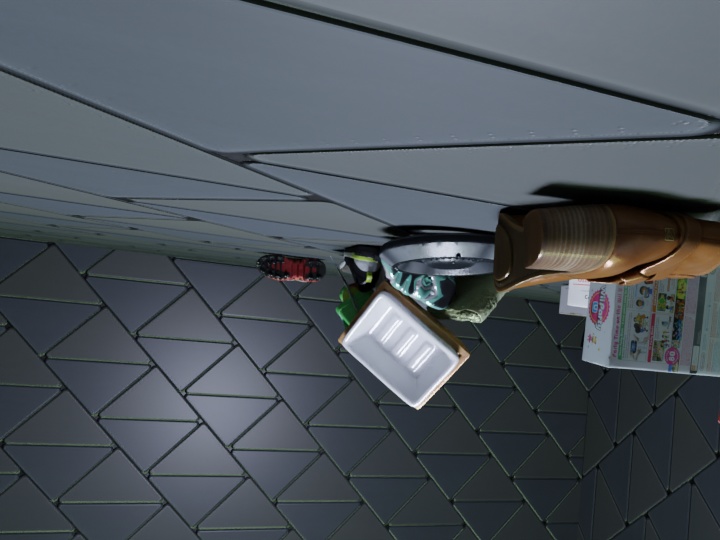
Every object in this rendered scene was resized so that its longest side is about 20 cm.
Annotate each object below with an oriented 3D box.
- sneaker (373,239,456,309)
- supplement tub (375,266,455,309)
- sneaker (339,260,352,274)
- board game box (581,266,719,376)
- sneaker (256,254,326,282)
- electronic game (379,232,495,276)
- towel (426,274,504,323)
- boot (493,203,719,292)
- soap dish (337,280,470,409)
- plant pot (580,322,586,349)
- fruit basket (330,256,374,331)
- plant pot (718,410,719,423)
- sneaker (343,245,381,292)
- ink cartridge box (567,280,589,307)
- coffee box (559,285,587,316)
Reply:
[{"bbox_3d":[0.063,-0.007,0.952,0.139,0.078,0.200,30,173,44],"label":"sneaker"},{"bbox_3d":[0.139,0.042,1.247,0.198,0.125,0.121,8,177,-43],"label":"supplement tub"},{"bbox_3d":[0.044,0.015,1.330,0.196,0.084,0.077,6,177,6],"label":"sneaker"},{"bbox_3d":[0.407,0.059,0.749,0.196,0.151,0.064,7,180,-11],"label":"board game box"},{"bbox_3d":[-0.200,-0.003,1.606,0.196,0.072,0.098,5,175,-10],"label":"sneaker"},{"bbox_3d":[0.124,-0.023,0.774,0.196,0.043,0.200,1,171,0],"label":"electronic game"},{"bbox_3d":[0.203,0.036,1.001,0.037,0.148,0.200,49,164,-9],"label":"towel"},{"bbox_3d":[0.205,-0.015,0.500,0.151,0.075,0.200,2,180,-1],"label":"boot"},{"bbox_3d":[0.079,0.133,1.024,0.199,0.158,0.081,40,-154,4],"label":"soap dish"},{"bbox_3d":[0.795,0.164,1.730,0.196,0.181,0.200,5,176,19],"label":"plant pot"},{"bbox_3d":[-0.004,0.085,1.194,0.187,0.093,0.200,59,175,-36],"label":"fruit basket"},{"bbox_3d":[0.426,0.061,0.434,0.196,0.180,0.200,5,178,14],"label":"plant pot"},{"bbox_3d":[0.000,0.000,1.103,0.070,0.085,0.200,6,177,-4],"label":"sneaker"},{"bbox_3d":[0.469,0.041,1.048,0.197,0.069,0.116,8,177,-34],"label":"ink cartridge box"},{"bbox_3d":[0.651,0.089,1.509,0.196,0.082,0.114,7,177,-20],"label":"coffee box"}]
